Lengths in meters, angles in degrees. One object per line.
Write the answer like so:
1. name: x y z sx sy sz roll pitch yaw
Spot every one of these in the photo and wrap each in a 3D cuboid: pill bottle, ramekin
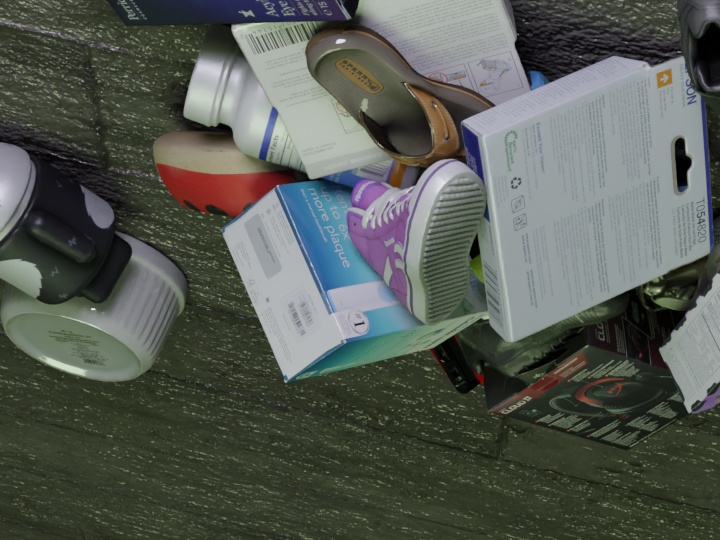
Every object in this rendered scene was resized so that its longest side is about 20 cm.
1. pill bottle: -0.040 -0.137 1.564 0.199 0.112 0.112 17 154 -1
2. ramekin: -0.296 0.039 2.058 0.200 0.105 0.200 12 153 6

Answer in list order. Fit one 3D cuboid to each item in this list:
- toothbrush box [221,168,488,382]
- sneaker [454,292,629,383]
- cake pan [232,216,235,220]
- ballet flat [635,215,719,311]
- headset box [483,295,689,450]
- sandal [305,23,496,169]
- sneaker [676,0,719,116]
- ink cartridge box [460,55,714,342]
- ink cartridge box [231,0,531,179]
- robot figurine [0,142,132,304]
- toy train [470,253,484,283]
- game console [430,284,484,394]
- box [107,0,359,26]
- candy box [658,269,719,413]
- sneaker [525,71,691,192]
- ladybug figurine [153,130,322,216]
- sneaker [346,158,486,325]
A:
1. toothbrush box: 0.000 0.000 1.620 0.200 0.147 0.085 -9 161 -48
2. sneaker: 0.160 0.053 1.666 0.200 0.066 0.091 -9 101 44
3. cake pan: -0.051 0.001 1.851 0.200 0.037 0.200 31 163 11
4. ballet flat: 0.315 -0.004 1.674 0.072 0.072 0.200 28 151 -22
5. headset box: 0.221 0.089 1.778 0.200 0.075 0.149 17 143 -31
6. sandal: 0.040 -0.116 1.439 0.082 0.055 0.200 -32 131 30
7. sneaker: 0.264 -0.154 1.381 0.076 0.091 0.200 -8 148 21
8. ink cartridge box: 0.183 -0.064 1.494 0.041 0.200 0.200 46 152 51
9. ink cartridge box: 0.023 -0.165 1.458 0.199 0.045 0.176 -13 138 12
10. robot figurine: -0.328 -0.042 1.894 0.150 0.125 0.200 -30 131 32
11. toy train: 0.141 -0.025 1.599 0.200 0.116 0.085 40 -174 -1
12. game console: 0.107 0.026 1.847 0.119 0.173 0.200 -31 144 -1
13. box: -0.107 -0.261 1.368 0.199 0.105 0.148 1 151 27
14. candy box: 0.369 0.034 1.623 0.167 0.072 0.200 -18 159 -17
15. sneaker: 0.204 -0.111 1.549 0.200 0.079 0.090 32 129 -31
16. ladybug figurine: -0.108 -0.085 1.684 0.135 0.072 0.200 0 -175 -35
17. sneaker: 0.032 -0.042 1.475 0.114 0.073 0.201 46 156 20
